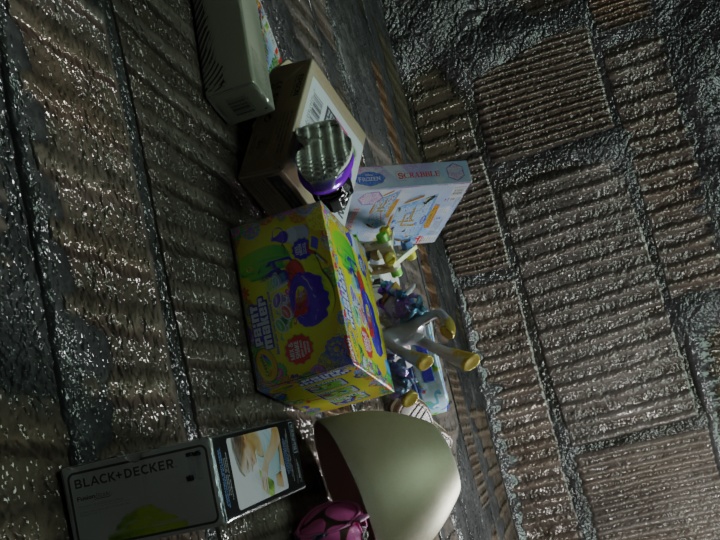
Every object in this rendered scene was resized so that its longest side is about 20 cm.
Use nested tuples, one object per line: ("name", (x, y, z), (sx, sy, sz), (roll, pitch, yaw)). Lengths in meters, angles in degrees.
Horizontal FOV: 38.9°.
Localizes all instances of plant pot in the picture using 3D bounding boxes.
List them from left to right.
("plant pot", (0.042, 0.252, 1.231), (0.200, 0.133, 0.203), (161, -90, -75))

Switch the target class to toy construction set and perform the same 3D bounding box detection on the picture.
("toy construction set", (0.000, 0.000, 1.533), (0.200, 0.130, 0.093), (-36, 113, -65))

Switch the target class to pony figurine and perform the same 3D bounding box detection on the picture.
("pony figurine", (0.037, 0.099, 1.396), (0.200, 0.192, 0.168), (42, -24, 49))

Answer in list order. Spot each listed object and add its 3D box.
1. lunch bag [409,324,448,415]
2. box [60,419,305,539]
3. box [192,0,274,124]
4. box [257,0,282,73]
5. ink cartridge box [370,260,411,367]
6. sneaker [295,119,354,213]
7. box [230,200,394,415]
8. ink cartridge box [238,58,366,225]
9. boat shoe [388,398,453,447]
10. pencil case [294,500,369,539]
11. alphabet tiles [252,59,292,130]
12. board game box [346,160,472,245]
("lunch bag", (0.115, 0.176, 1.974), (0.161, 0.081, 0.202), (80, -3, -74))
("box", (-0.125, 0.159, 0.774), (0.200, 0.115, 0.061), (25, 52, -77))
("box", (-0.167, -0.298, 1.315), (0.082, 0.068, 0.202), (51, 25, -64))
("box", (-0.156, -0.316, 1.477), (0.201, 0.034, 0.111), (-86, 158, -60))
("ink cartridge box", (0.019, 0.055, 1.711), (0.145, 0.083, 0.202), (58, 18, -53))
("sneaker", (-0.036, -0.113, 1.239), (0.201, 0.069, 0.101), (-97, 175, -67))
("box", (-0.056, 0.053, 1.247), (0.193, 0.121, 0.202), (43, 33, -68))
("ink cartridge box", (-0.074, -0.156, 1.385), (0.165, 0.074, 0.202), (49, 42, -44))
("boat shoe", (0.094, 0.278, 1.868), (0.075, 0.075, 0.203), (35, -13, 45))
("pencil case", (-0.006, 0.362, 1.136), (0.091, 0.093, 0.202), (-40, 114, -63))
("alphabet tiles", (-0.090, -0.191, 1.454), (0.196, 0.014, 0.202), (-55, 131, -51))
("board game box", (0.049, -0.098, 1.592), (0.200, 0.197, 0.042), (119, -38, -60))
